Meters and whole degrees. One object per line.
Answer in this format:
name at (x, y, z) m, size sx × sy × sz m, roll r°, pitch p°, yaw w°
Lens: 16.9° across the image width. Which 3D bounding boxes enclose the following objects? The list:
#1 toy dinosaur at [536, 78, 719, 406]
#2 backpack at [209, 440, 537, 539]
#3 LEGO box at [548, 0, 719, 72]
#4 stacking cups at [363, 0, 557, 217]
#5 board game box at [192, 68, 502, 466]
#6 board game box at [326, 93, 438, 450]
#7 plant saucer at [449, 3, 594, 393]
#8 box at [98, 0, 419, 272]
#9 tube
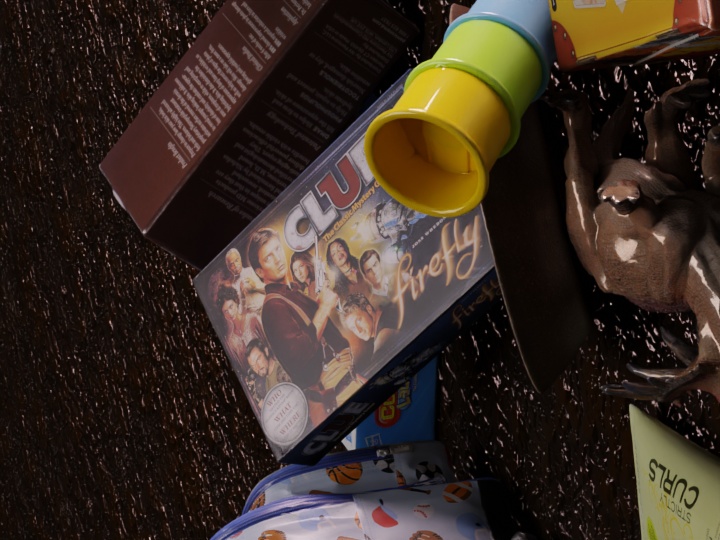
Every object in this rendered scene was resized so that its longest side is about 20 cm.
toy dinosaur at (0.134, -0.008, 1.127) m, size 0.200 × 0.086 × 0.136 m, roll -121°, pitch 22°, yaw -57°
backpack at (-0.007, 0.196, 1.440) m, size 0.200 × 0.190 × 0.154 m, roll 99°, pitch 154°, yaw -43°
LEGO box at (0.133, -0.195, 1.045) m, size 0.149 × 0.077 × 0.200 m, roll 173°, pitch 88°, yaw -70°
stacking cups at (0.066, -0.111, 1.125) m, size 0.061 × 0.060 × 0.200 m, roll 105°, pitch -168°, yaw -49°
board game box at (0.000, 0.000, 1.394) m, size 0.200 × 0.035 × 0.136 m, roll -44°, pitch 58°, yaw 27°
board game box at (-0.012, -0.014, 1.558) m, size 0.200 × 0.056 × 0.196 m, roll -131°, pitch 37°, yaw -56°
plant saucer at (0.085, -0.040, 1.217) m, size 0.200 × 0.037 × 0.201 m, roll -14°, pitch -90°, yaw -82°
box at (-0.064, -0.103, 1.483) m, size 0.200 × 0.075 × 0.100 m, roll -50°, pitch 35°, yaw 8°
tube at (0.168, 0.120, 1.138) m, size 0.058 × 0.052 × 0.200 m, roll -56°, pitch 18°, yaw -2°
